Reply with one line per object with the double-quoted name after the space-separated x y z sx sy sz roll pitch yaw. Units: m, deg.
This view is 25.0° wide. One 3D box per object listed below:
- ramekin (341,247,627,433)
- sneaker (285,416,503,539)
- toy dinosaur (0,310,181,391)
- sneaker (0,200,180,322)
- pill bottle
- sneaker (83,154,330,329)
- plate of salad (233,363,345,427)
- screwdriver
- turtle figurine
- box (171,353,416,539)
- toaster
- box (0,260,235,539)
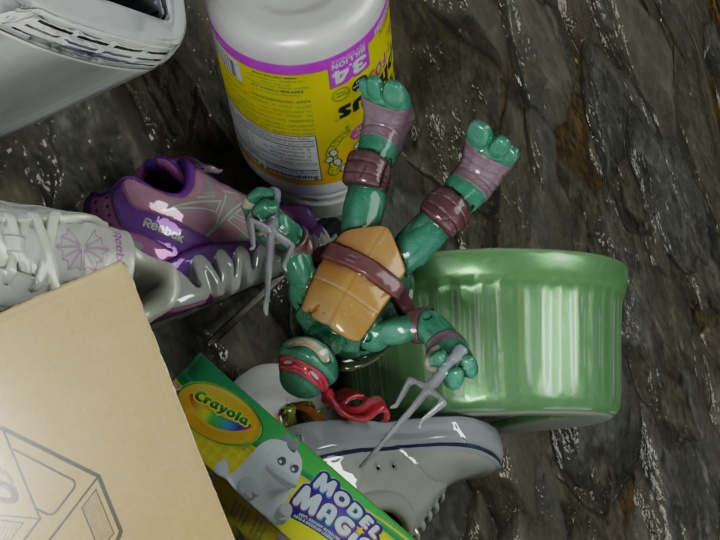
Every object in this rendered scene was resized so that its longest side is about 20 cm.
0.078 0.052 1.057 0.199 0.198 0.099 15 70 -59 "ramekin"
0.016 0.126 0.945 0.199 0.073 0.072 4 70 -48 "sneaker"
-0.162 0.096 0.713 0.086 0.136 0.199 41 44 23 "toy dinosaur"
-0.163 -0.013 0.736 0.199 0.099 0.076 24 57 -54 "sneaker"
-0.030 -0.115 0.977 0.201 0.103 0.105 82 8 -60 "pill bottle"
-0.088 -0.025 0.915 0.200 0.080 0.089 -20 86 -62 "sneaker"
-0.027 0.152 0.961 0.200 0.048 0.202 38 44 -50 "plate of salad"
-0.052 0.003 1.007 0.200 0.028 0.029 -39 139 -64 "screwdriver"
0.000 0.000 0.879 0.149 0.101 0.201 31 70 -7 "turtle figurine"
-0.024 0.138 0.800 0.200 0.118 0.048 42 65 8 "box"
-0.170 -0.131 0.753 0.199 0.128 0.115 11 67 -60 "toaster"
-0.151 0.109 0.614 0.021 0.198 0.165 -155 -137 -79 "box"
